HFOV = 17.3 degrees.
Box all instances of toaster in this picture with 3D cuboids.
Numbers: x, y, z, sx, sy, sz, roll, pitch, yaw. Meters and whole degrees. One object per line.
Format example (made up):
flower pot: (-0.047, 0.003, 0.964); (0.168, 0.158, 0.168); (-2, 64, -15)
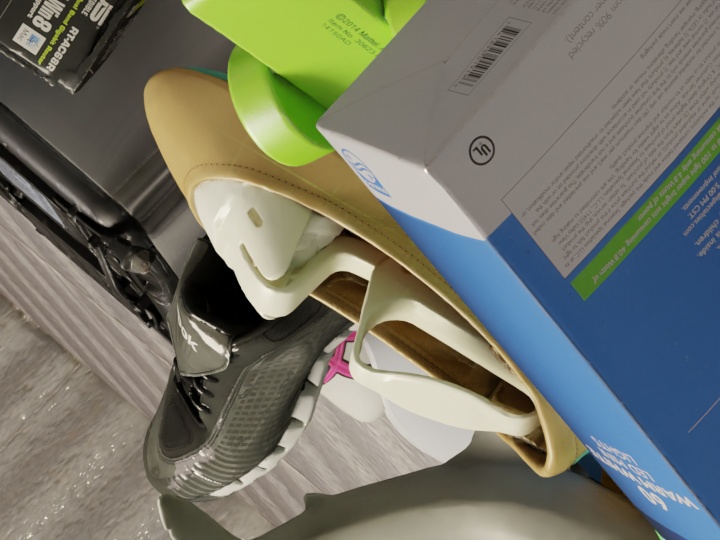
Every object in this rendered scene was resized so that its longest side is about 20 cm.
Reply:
toaster: (-0.103, -0.059, 1.080); (0.200, 0.119, 0.181); (39, 170, 25)

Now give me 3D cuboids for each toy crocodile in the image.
toy crocodile: (0.025, -0.054, 0.653); (0.199, 0.067, 0.062); (27, -132, -41)

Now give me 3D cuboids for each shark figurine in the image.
shark figurine: (0.031, 0.085, 0.914); (0.128, 0.213, 0.090); (-94, 5, -67)

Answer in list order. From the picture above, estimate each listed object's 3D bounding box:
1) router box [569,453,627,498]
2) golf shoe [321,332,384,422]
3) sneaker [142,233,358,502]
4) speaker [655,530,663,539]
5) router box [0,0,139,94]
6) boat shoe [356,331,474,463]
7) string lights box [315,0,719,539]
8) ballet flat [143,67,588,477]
router box: (0.120, 0.078, 0.959); (0.149, 0.051, 0.200); (35, 165, 39)
golf shoe: (-0.050, 0.031, 1.325); (0.072, 0.092, 0.200); (29, 164, 49)
sneaker: (-0.047, 0.024, 0.938); (0.090, 0.200, 0.067); (3, -129, -42)
speaker: (0.133, 0.066, 0.773); (0.088, 0.088, 0.200); (36, 167, 36)
router box: (-0.147, -0.138, 0.891); (0.149, 0.062, 0.200); (33, -174, -7)
boat shoe: (0.020, 0.004, 1.021); (0.200, 0.071, 0.068); (50, -156, -31)
string lights box: (0.091, 0.000, 0.612); (0.200, 0.103, 0.059); (50, 167, -30)
ballet flat: (0.000, 0.000, 0.788); (0.199, 0.063, 0.069); (30, 152, 11)
